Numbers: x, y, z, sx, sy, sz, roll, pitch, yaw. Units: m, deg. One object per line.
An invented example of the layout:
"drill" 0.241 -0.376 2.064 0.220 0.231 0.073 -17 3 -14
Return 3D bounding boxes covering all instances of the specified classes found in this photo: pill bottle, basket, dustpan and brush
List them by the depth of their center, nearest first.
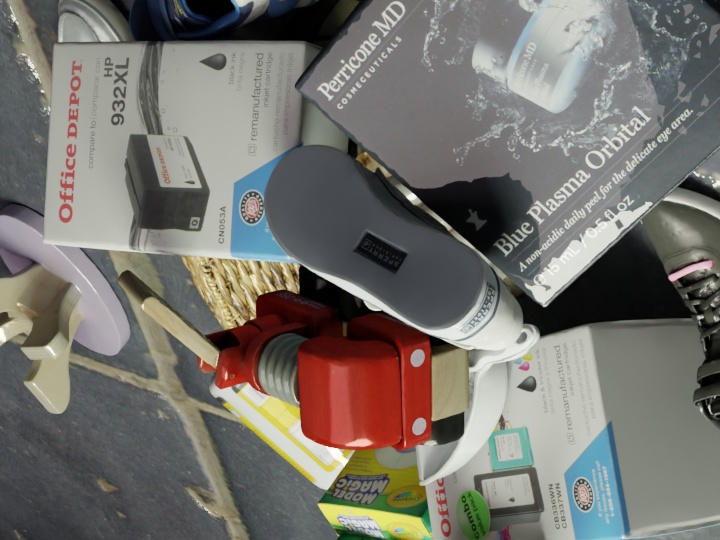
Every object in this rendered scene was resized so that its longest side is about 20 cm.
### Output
"dustpan and brush" 0.073 0.069 0.947 0.057 0.140 0.200 4 161 -36
"basket" -0.092 -0.067 1.119 0.143 0.149 0.201 48 165 51
"pill bottle" -0.035 0.132 1.257 0.200 0.112 0.112 42 145 -8

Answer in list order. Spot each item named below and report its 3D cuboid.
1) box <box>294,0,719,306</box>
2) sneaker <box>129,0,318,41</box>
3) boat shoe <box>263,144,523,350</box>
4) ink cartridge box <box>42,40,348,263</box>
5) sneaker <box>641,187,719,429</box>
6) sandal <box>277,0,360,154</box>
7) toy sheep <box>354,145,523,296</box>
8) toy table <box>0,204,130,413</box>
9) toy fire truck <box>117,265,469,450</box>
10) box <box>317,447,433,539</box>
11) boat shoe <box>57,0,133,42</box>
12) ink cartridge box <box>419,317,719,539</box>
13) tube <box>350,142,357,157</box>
"box" 0.105 -0.124 0.773 0.200 0.118 0.197 41 120 -6
"sneaker" -0.116 -0.195 0.957 0.200 0.082 0.074 -13 101 49
"boat shoe" 0.025 -0.009 0.807 0.202 0.075 0.086 31 178 43
"ink cartridge box" -0.115 -0.083 0.938 0.199 0.084 0.146 4 91 24
"sneaker" 0.246 0.037 0.911 0.200 0.099 0.071 47 146 -13
"sandal" -0.026 -0.120 0.995 0.080 0.057 0.202 28 128 14
"toy sheep" 0.066 -0.048 0.949 0.138 0.138 0.200 -6 133 45
"toy table" -0.345 0.045 1.424 0.200 0.117 0.184 49 144 -19
"toy fire truck" -0.048 0.053 0.901 0.176 0.199 0.129 19 116 51
"box" 0.050 0.164 1.142 0.117 0.200 0.048 -1 131 41
"boat shoe" -0.221 -0.143 1.133 0.070 0.072 0.201 20 142 23
"ink cartridge box" 0.159 0.127 1.003 0.200 0.146 0.147 -22 73 51
"tube" 0.000 0.000 1.040 0.077 0.050 0.201 17 99 13
